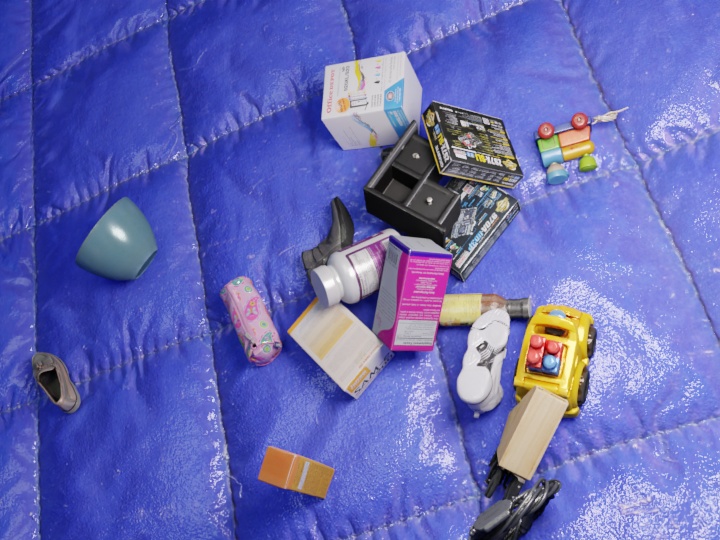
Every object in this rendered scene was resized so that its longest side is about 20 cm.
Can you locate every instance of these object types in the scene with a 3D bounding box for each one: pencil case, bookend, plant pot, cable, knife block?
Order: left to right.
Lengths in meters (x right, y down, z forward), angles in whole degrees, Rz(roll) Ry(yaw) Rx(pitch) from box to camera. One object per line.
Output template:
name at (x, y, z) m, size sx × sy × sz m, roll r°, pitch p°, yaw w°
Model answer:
plant pot at (-0.571, -0.055, 1.866) m, size 0.134 × 0.200 × 0.202 m, roll 36°, pitch 83°, yaw -5°
pencil case at (-0.243, 0.111, 1.705) m, size 0.086 × 0.088 × 0.202 m, roll -32°, pitch 59°, yaw 6°
bookend at (0.140, -0.174, 1.600) m, size 0.198 × 0.093 × 0.200 m, roll 30°, pitch 70°, yaw 19°
cable at (0.267, 0.428, 1.320) m, size 0.198 × 0.164 × 0.051 m, roll -35°, pitch 53°, yaw -5°
knife block at (0.281, 0.319, 1.348) m, size 0.063 × 0.201 × 0.178 m, roll 23°, pitch 57°, yaw 2°

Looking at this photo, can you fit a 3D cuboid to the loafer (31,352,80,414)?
loafer at (-0.741, 0.260, 1.854) m, size 0.072 × 0.063 × 0.199 m, roll -46°, pitch 60°, yaw -3°

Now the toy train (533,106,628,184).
toy train at (0.463, -0.257, 1.583) m, size 0.196 × 0.085 × 0.119 m, roll -14°, pitch 74°, yaw 16°

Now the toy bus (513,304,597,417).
toy bus at (0.344, 0.141, 1.395) m, size 0.133 × 0.192 × 0.204 m, roll 8°, pitch 70°, yaw 26°

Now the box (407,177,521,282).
box at (0.218, -0.102, 1.631) m, size 0.158 × 0.046 × 0.201 m, roll 36°, pitch 84°, yaw 30°

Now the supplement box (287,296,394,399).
supplement box at (-0.042, 0.151, 1.612) m, size 0.126 × 0.074 × 0.199 m, roll -47°, pitch 58°, yaw -2°

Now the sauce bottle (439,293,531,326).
sauce bottle at (0.239, 0.078, 1.535) m, size 0.195 × 0.066 × 0.068 m, roll -2°, pitch 67°, yaw 23°

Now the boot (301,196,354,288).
boot at (-0.077, -0.062, 1.724) m, size 0.129 × 0.070 × 0.204 m, roll -22°, pitch 57°, yaw 18°

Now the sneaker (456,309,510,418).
sneaker at (0.239, 0.180, 1.470) m, size 0.074 × 0.116 × 0.203 m, roll 11°, pitch 60°, yaw 25°

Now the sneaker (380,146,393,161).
sneaker at (0.080, -0.190, 1.698) m, size 0.081 × 0.071 × 0.204 m, roll -4°, pitch 63°, yaw -20°

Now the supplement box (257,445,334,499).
supplement box at (-0.119, 0.388, 1.470) m, size 0.065 × 0.200 × 0.070 m, roll 10°, pitch 75°, yaw 24°

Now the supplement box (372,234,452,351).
supplement box at (0.099, 0.046, 1.517) m, size 0.101 × 0.101 × 0.205 m, roll -139°, pitch 57°, yaw -61°

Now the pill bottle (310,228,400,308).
pill bottle at (0.000, 0.000, 1.600) m, size 0.197 × 0.113 × 0.113 m, roll -24°, pitch 58°, yaw -19°

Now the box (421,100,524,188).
box at (0.234, -0.261, 1.610) m, size 0.049 × 0.196 × 0.163 m, roll -46°, pitch 47°, yaw 46°

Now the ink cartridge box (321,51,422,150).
ink cartridge box at (0.027, -0.384, 1.771) m, size 0.195 × 0.145 × 0.151 m, roll -4°, pitch 67°, yaw 21°
